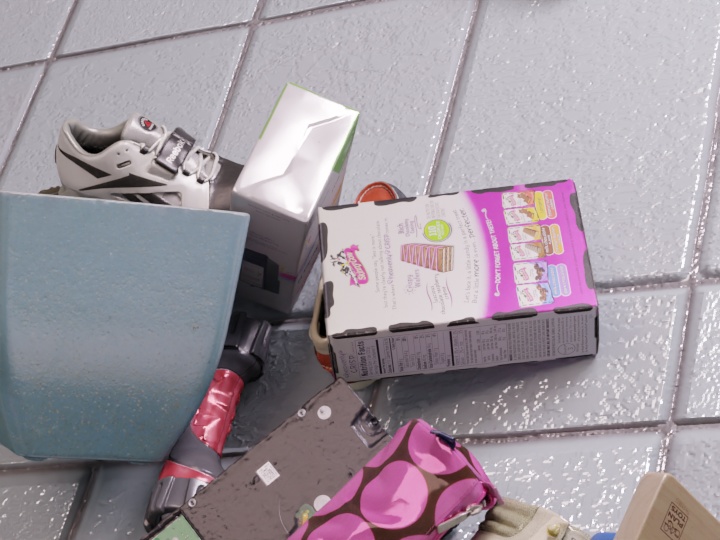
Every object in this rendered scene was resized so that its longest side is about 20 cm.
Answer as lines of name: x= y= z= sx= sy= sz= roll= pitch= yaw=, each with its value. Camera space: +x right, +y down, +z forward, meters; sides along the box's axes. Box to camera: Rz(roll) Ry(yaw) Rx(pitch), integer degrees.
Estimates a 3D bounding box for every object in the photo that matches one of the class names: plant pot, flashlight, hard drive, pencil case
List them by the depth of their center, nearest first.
pencil case: x=0.004 y=0.194 z=1.360 sx=0.200 sy=0.091 sz=0.094 roll=-46 pitch=53 yaw=-3
hard drive: x=-0.047 y=0.192 z=1.441 sx=0.200 sy=0.038 sz=0.140 roll=-40 pitch=66 yaw=-4
plant pot: x=-0.213 y=0.044 z=1.541 sx=0.196 sy=0.196 sz=0.200 roll=-175 pitch=90 yaw=-69
flashlight: x=-0.113 y=0.122 z=1.564 sx=0.068 sy=0.068 sz=0.200 roll=19 pitch=53 yaw=-3

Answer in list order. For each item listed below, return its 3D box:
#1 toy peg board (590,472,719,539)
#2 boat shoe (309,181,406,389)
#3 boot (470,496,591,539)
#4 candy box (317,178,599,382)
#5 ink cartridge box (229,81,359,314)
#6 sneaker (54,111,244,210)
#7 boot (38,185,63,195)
toy peg board: x=0.163 y=0.254 z=1.177 sx=0.098 sy=0.200 sz=0.199 roll=-5 pitch=49 yaw=49
boat shoe: x=0.000 y=0.000 z=1.600 sx=0.071 sy=0.063 sz=0.200 roll=-11 pitch=46 yaw=28
boot: x=0.109 y=0.237 z=1.305 sx=0.155 sy=0.072 sz=0.200 roll=-47 pitch=35 yaw=-12
candy box: x=0.071 y=0.007 z=1.501 sx=0.200 sy=0.061 sz=0.136 roll=-6 pitch=47 yaw=1
ink cartridge box: x=-0.061 y=-0.046 z=1.630 sx=0.067 sy=0.200 sz=0.117 roll=22 pitch=62 yaw=4
sneaker: x=-0.175 y=-0.093 z=1.748 sx=0.200 sy=0.089 sz=0.074 roll=5 pitch=38 yaw=9
boot: x=-0.252 y=0.008 z=1.733 sx=0.182 sy=0.073 sz=0.200 roll=-29 pitch=39 yaw=-32
